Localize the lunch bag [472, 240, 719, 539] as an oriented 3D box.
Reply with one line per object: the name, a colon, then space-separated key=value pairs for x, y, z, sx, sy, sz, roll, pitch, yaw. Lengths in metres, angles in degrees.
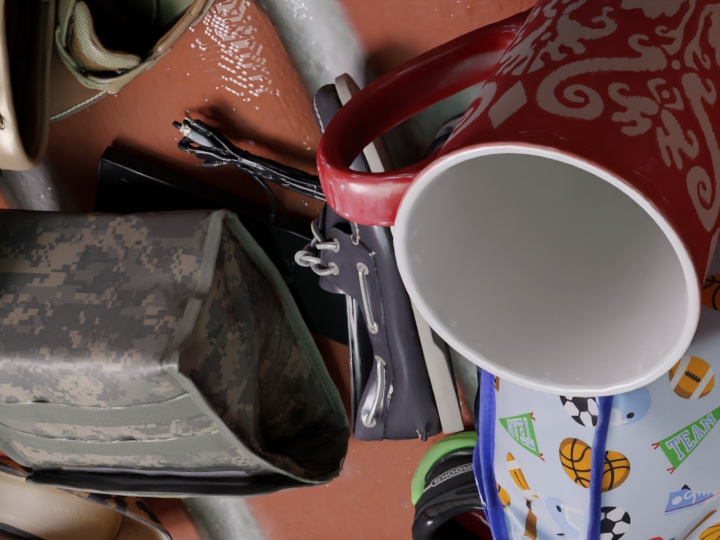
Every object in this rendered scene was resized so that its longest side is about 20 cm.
lunch bag: x=0.147 y=0.073 z=1.317 sx=0.124 sy=0.170 sz=0.200 roll=50 pitch=152 yaw=44

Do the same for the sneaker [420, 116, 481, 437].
sneaker: x=0.066 y=-0.001 z=1.372 sx=0.108 sy=0.070 sz=0.200 roll=22 pitch=129 yaw=1

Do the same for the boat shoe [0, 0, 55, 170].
boat shoe: x=-0.165 y=-0.148 z=1.310 sx=0.064 sy=0.071 sz=0.201 roll=11 pitch=102 yaw=24

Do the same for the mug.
mug: x=0.092 y=-0.071 z=1.205 sx=0.177 sy=0.200 sz=0.134 roll=30 pitch=136 yaw=0

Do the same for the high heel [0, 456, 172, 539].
high heel: x=-0.200 y=0.141 z=1.566 sx=0.142 sy=0.200 sz=0.072 roll=13 pitch=95 yaw=20

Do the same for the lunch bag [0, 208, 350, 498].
lunch bag: x=-0.113 y=0.060 z=1.475 sx=0.164 sy=0.118 sz=0.200 roll=1 pitch=149 yaw=27

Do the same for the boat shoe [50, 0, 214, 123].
boat shoe: x=-0.123 y=-0.128 z=1.349 sx=0.076 sy=0.074 sz=0.200 roll=41 pitch=134 yaw=-12

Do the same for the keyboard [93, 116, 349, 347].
keyboard: x=-0.046 y=-0.021 z=1.446 sx=0.200 sy=0.021 sz=0.127 roll=21 pitch=141 yaw=7

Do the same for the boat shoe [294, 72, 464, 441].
boat shoe: x=0.000 y=0.000 z=1.373 sx=0.063 sy=0.073 sz=0.200 roll=-15 pitch=115 yaw=5

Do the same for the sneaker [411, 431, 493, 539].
sneaker: x=0.114 y=0.164 z=1.486 sx=0.200 sy=0.084 sz=0.077 roll=24 pitch=136 yaw=5
